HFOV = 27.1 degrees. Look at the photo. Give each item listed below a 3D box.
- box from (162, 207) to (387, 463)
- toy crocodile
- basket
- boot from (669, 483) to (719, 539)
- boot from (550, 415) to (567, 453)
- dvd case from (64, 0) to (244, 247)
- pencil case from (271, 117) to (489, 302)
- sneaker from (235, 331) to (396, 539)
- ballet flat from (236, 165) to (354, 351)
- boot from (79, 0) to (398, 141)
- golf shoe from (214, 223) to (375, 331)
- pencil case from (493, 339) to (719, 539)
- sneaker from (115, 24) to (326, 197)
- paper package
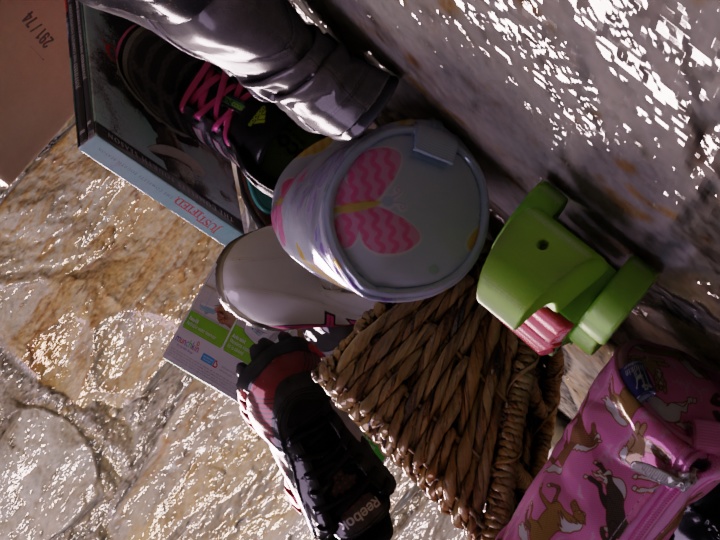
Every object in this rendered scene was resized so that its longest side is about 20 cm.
[{"bbox_3d":[-0.036,0.038,1.176,0.199,0.178,0.096,22,170,48],"label":"box"},{"bbox_3d":[0.086,0.010,0.674,0.067,0.062,0.200,40,177,8],"label":"toy crocodile"},{"bbox_3d":[0.082,0.080,0.895,0.149,0.143,0.200,43,175,19],"label":"basket"},{"bbox_3d":[0.179,0.169,0.800,0.168,0.201,0.076,42,-143,18],"label":"boot"},{"bbox_3d":[0.210,0.198,1.714,0.154,0.072,0.200,38,176,12],"label":"boot"},{"bbox_3d":[-0.147,-0.124,1.047,0.146,0.022,0.202,36,-149,-41],"label":"dvd case"},{"bbox_3d":[0.007,-0.033,0.781,0.083,0.091,0.200,36,178,-10],"label":"pencil case"},{"bbox_3d":[-0.023,0.124,1.002,0.098,0.070,0.201,48,165,42],"label":"sneaker"},{"bbox_3d":[-0.052,-0.027,1.095,0.069,0.067,0.202,-59,45,50],"label":"ballet flat"},{"bbox_3d":[-0.068,-0.120,0.737,0.131,0.070,0.200,37,-176,-30],"label":"boot"},{"bbox_3d":[0.000,0.000,0.982,0.198,0.074,0.092,1,172,-35],"label":"golf shoe"},{"bbox_3d":[0.111,0.130,0.727,0.083,0.201,0.086,44,-151,26],"label":"pencil case"},{"bbox_3d":[-0.072,-0.101,0.974,0.199,0.074,0.087,36,177,-4],"label":"sneaker"},{"bbox_3d":[-0.280,-0.192,1.114,0.103,0.191,0.200,38,175,29],"label":"paper package"}]
